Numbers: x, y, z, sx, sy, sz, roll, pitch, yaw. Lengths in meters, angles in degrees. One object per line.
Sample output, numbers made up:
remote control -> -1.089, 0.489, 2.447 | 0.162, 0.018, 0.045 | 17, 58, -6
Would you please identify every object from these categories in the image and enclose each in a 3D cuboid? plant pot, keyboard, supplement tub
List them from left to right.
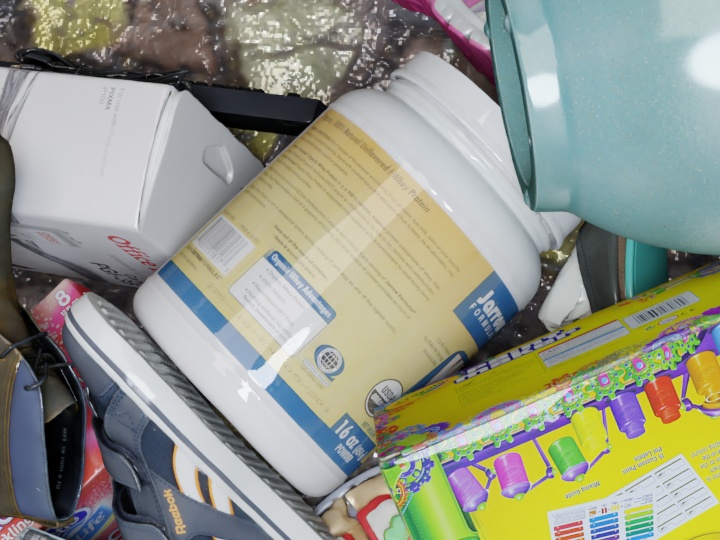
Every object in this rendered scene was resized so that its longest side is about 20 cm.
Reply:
keyboard -> -0.113, -0.099, 1.046 | 0.199, 0.127, 0.021 | 8, 87, 18
supplement tub -> 0.000, 0.000, 0.970 | 0.200, 0.145, 0.145 | -44, 67, -4
plant pot -> 0.130, -0.095, 0.857 | 0.134, 0.200, 0.201 | -11, 71, 0

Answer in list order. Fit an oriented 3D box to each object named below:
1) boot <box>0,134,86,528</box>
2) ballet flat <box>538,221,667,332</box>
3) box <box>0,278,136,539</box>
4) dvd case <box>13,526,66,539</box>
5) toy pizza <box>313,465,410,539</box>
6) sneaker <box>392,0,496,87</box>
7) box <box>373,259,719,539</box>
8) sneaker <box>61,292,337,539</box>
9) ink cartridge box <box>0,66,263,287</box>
boot -> -0.171, 0.031, 0.936 | 0.097, 0.075, 0.201 | 16, 106, 16
ballet flat -> 0.128, 0.040, 0.969 | 0.068, 0.068, 0.201 | -13, 71, 22
box -> -0.183, 0.115, 1.023 | 0.200, 0.095, 0.100 | -43, 67, 1
dvd case -> -0.081, 0.214, 0.945 | 0.199, 0.146, 0.022 | 18, 43, 24
toy pizza -> 0.038, 0.190, 0.969 | 0.199, 0.032, 0.201 | -5, 74, 16
sneaker -> 0.074, -0.162, 1.033 | 0.200, 0.081, 0.088 | 43, 91, 22
box -> 0.133, 0.121, 0.861 | 0.199, 0.122, 0.193 | -23, 97, 2
sneaker -> -0.093, 0.103, 0.931 | 0.079, 0.200, 0.078 | -39, 23, 1
ink cartridge box -> -0.173, -0.051, 1.039 | 0.199, 0.147, 0.083 | 8, 77, 19
